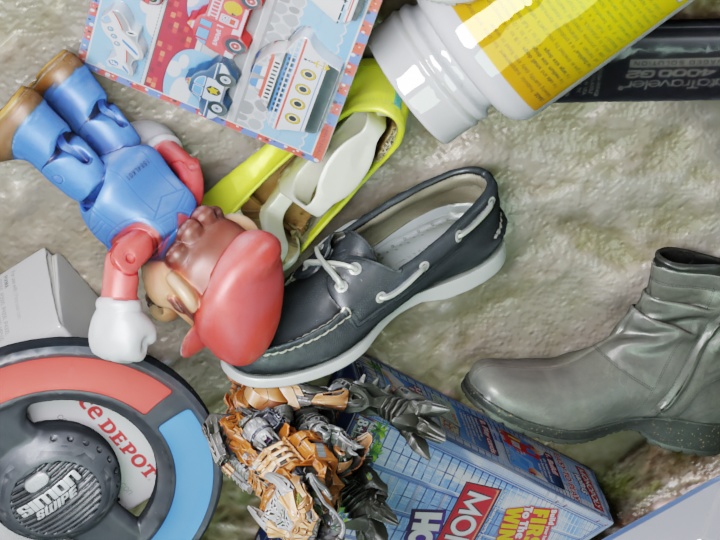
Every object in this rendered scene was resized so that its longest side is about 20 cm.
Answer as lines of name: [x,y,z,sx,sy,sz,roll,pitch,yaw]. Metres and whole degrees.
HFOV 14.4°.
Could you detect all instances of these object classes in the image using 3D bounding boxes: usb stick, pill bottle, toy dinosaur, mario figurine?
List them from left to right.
mario figurine: [-0.130,-0.020,1.598,0.123,0.106,0.200,-44,93,-7]
toy dinosaur: [-0.032,0.093,1.647,0.136,0.200,0.102,15,135,-23]
pill bottle: [0.105,-0.159,1.578,0.200,0.109,0.109,-36,124,11]
usb stick: [0.192,-0.124,1.671,0.200,0.033,0.056,-2,133,-11]

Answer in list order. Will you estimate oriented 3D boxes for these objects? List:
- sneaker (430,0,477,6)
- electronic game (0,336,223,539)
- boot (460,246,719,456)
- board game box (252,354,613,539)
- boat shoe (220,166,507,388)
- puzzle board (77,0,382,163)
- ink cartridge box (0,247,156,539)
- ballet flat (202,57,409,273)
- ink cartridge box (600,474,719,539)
sneaker: [-0.016,-0.204,1.502,0.200,0.088,0.076,15,80,6]
electronic game: [-0.178,0.123,1.651,0.200,0.042,0.200,-6,124,-9]
boot: [0.166,0.040,1.766,0.200,0.068,0.131,7,118,-25]
board game box: [0.048,0.164,1.819,0.200,0.062,0.200,14,120,-20]
boat shoe: [0.000,0.000,1.662,0.200,0.076,0.060,-33,137,-29]
puzzle board: [-0.070,-0.141,1.530,0.150,0.017,0.200,23,145,0]
ink cartridge box: [-0.223,0.103,1.704,0.200,0.083,0.147,-32,124,10]
ballet flat: [-0.042,-0.040,1.655,0.067,0.067,0.200,32,113,-29]
ink cartridge box: [0.224,0.228,1.870,0.136,0.076,0.200,-29,144,8]
